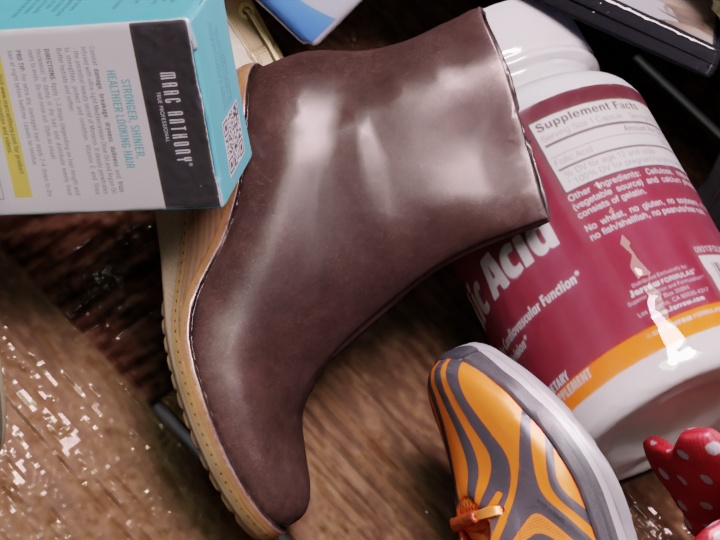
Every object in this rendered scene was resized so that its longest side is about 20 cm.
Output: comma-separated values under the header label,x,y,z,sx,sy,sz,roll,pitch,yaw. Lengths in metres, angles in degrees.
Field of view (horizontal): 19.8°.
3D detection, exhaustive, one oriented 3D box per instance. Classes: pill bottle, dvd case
label,x,y,z,sx,sy,sz,roll,pitch,yaw
pill bottle,0.097,-0.016,0.931,0.113,0.114,0.201,-17,64,-21
dvd case,0.115,-0.157,1.014,0.142,0.018,0.200,24,24,1

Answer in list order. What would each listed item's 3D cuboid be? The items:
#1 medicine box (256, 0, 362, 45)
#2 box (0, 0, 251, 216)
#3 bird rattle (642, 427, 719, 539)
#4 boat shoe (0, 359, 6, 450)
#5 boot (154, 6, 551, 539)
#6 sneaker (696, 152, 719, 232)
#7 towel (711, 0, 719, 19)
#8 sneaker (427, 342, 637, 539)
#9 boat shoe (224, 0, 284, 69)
label,x,y,z,sx,sy,sz,roll,pitch,yaw
medicine box,-0.019,-0.241,0.927,0.182,0.200,0.103,42,13,-20
box,-0.150,-0.069,0.845,0.198,0.083,0.049,-2,28,14
bird rattle,0.224,0.105,0.860,0.199,0.163,0.113,35,40,-13
boat shoe,-0.185,0.001,0.812,0.074,0.202,0.068,-8,17,13
boot,0.000,0.000,0.870,0.165,0.072,0.202,-14,80,11
sneaker,0.242,0.004,0.956,0.198,0.107,0.075,15,57,-3
towel,0.214,-0.115,1.000,0.199,0.036,0.149,26,35,-50
sneaker,0.058,0.134,0.838,0.111,0.078,0.201,-26,81,-23
boat shoe,-0.086,-0.129,0.988,0.066,0.074,0.201,-11,64,-32
